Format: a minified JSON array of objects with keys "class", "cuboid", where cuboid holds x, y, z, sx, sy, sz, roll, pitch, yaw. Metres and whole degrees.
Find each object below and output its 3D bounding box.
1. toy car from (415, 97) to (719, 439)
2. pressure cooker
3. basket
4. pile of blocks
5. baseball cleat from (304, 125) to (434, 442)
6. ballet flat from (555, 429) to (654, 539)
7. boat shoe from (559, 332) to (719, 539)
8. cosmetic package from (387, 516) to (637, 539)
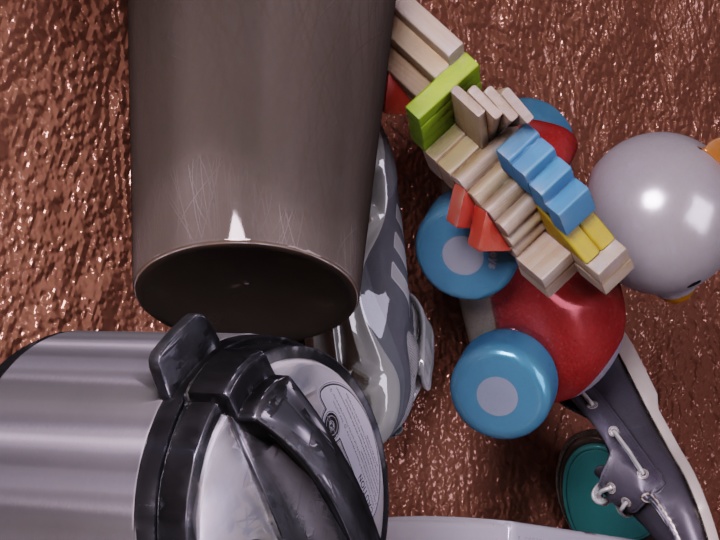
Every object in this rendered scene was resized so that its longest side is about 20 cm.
[{"class":"toy car","cuboid":[0.157,-0.012,1.631,0.184,0.199,0.178,-55,134,-62]},{"class":"pressure cooker","cuboid":[-0.079,0.118,1.347,0.176,0.199,0.179,22,72,-51]},{"class":"basket","cuboid":[-0.054,-0.077,1.391,0.180,0.135,0.201,48,38,-53]},{"class":"pile of blocks","cuboid":[0.067,-0.056,1.504,0.062,0.082,0.200,-43,96,-10]},{"class":"baseball cleat","cuboid":[0.000,0.000,1.582,0.106,0.069,0.201,-16,108,-67]},{"class":"ballet flat","cuboid":[0.176,0.165,1.825,0.067,0.068,0.200,-76,152,-50]},{"class":"boat shoe","cuboid":[0.168,0.129,1.704,0.073,0.062,0.201,86,-16,-61]},{"class":"cosmetic package","cuboid":[0.102,0.192,1.681,0.200,0.101,0.074,12,79,-55]}]
